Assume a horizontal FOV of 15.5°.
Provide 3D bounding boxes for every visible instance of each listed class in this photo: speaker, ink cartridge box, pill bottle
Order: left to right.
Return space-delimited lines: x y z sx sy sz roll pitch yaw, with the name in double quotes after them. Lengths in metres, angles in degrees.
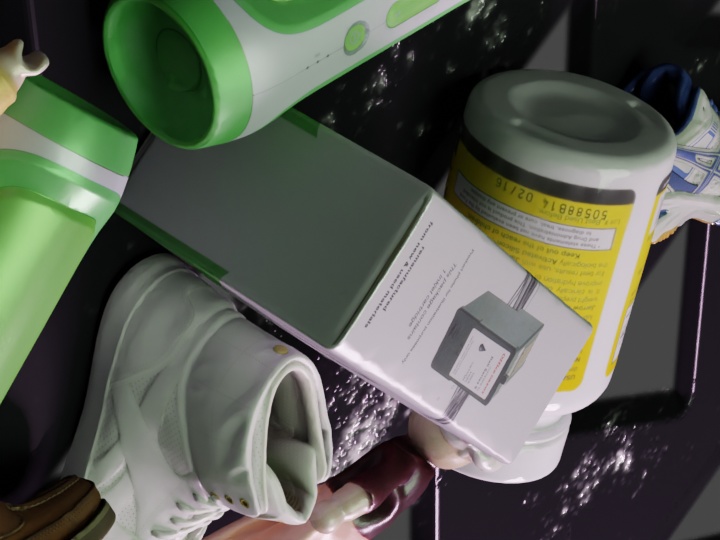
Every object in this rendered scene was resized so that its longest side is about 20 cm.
-0.169 0.016 1.041 0.200 0.088 0.088 -60 148 3 "speaker"
-0.015 -0.127 1.143 0.200 0.088 0.089 -33 140 -34 "speaker"
0.000 0.000 1.216 0.084 0.146 0.200 -58 149 -3 "ink cartridge box"
0.088 0.006 1.373 0.111 0.111 0.201 -18 130 -46 "pill bottle"

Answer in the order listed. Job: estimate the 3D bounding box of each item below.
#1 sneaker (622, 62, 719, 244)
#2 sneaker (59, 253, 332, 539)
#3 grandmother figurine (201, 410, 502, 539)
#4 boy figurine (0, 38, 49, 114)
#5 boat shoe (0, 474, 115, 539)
0.185 -0.073 1.476 0.200 0.075 0.089 -19 123 -52 "sneaker"
-0.076 0.105 1.229 0.074 0.115 0.201 -25 137 -43 "sneaker"
-0.007 0.117 1.321 0.200 0.061 0.121 -36 -179 1 "grandmother figurine"
-0.176 -0.088 0.962 0.124 0.064 0.201 24 100 -24 "boy figurine"
-0.177 0.121 1.140 0.072 0.068 0.200 -34 180 29 "boat shoe"
